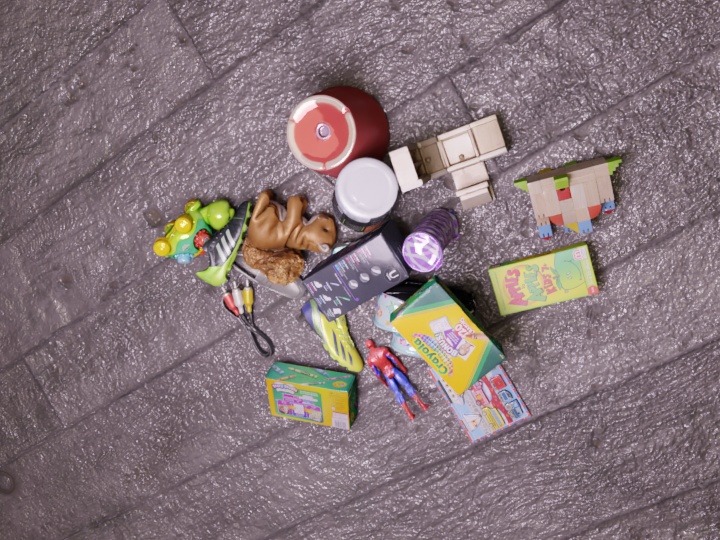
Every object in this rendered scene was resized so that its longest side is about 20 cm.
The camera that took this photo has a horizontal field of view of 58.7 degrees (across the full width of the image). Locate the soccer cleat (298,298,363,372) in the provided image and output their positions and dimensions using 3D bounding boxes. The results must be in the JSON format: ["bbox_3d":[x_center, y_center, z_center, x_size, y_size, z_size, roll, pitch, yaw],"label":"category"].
[{"bbox_3d":[-0.053,0.143,1.447,0.084,0.065,0.200,-41,91,8],"label":"soccer cleat"}]

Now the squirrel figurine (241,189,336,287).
[{"bbox_3d":[-0.153,-0.064,1.394,0.186,0.142,0.201,20,89,-7],"label":"squirrel figurine"}]

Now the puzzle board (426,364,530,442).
[{"bbox_3d":[0.260,0.269,1.414,0.150,0.017,0.201,-31,92,18],"label":"puzzle board"}]

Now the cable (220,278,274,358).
[{"bbox_3d":[-0.273,0.120,1.505,0.097,0.050,0.201,-15,96,18],"label":"cable"}]

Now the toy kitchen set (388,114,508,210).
[{"bbox_3d":[0.190,-0.191,1.250,0.199,0.180,0.164,-18,98,19],"label":"toy kitchen set"}]

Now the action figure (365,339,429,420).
[{"bbox_3d":[0.073,0.238,1.441,0.065,0.052,0.200,-37,85,13],"label":"action figure"}]

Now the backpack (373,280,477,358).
[{"bbox_3d":[0.125,0.095,1.328,0.199,0.178,0.151,16,104,3],"label":"backpack"}]

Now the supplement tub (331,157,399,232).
[{"bbox_3d":[0.005,-0.145,1.282,0.122,0.200,0.123,1,85,-6],"label":"supplement tub"}]

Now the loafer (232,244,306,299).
[{"bbox_3d":[-0.217,0.009,1.457,0.199,0.070,0.070,27,107,8],"label":"loafer"}]

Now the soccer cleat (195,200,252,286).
[{"bbox_3d":[-0.298,-0.065,1.404,0.081,0.068,0.201,22,89,-7],"label":"soccer cleat"}]

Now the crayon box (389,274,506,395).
[{"bbox_3d":[0.164,0.122,1.209,0.119,0.058,0.200,-42,99,14],"label":"crayon box"}]

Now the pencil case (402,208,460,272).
[{"bbox_3d":[0.145,-0.062,1.284,0.085,0.200,0.084,44,119,1],"label":"pencil case"}]

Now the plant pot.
[{"bbox_3d":[-0.054,-0.279,1.298,0.199,0.177,0.202,3,102,14],"label":"plant pot"}]

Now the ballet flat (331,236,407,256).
[{"bbox_3d":[0.036,-0.047,1.378,0.199,0.068,0.068,1,104,14],"label":"ballet flat"}]

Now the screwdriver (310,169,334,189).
[{"bbox_3d":[-0.064,-0.187,1.402,0.200,0.029,0.028,42,109,7],"label":"screwdriver"}]

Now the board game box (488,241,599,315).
[{"bbox_3d":[0.374,0.018,1.314,0.199,0.048,0.102,-15,98,17],"label":"board game box"}]

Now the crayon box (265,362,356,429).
[{"bbox_3d":[-0.112,0.287,1.468,0.199,0.058,0.119,7,124,14],"label":"crayon box"}]

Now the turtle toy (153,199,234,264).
[{"bbox_3d":[-0.374,-0.093,1.452,0.200,0.146,0.101,-42,109,16],"label":"turtle toy"}]

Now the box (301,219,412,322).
[{"bbox_3d":[0.000,0.000,1.299,0.199,0.122,0.106,-31,99,22],"label":"box"}]

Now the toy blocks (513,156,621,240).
[{"bbox_3d":[0.417,-0.133,1.257,0.199,0.100,0.137,-14,109,18],"label":"toy blocks"}]
